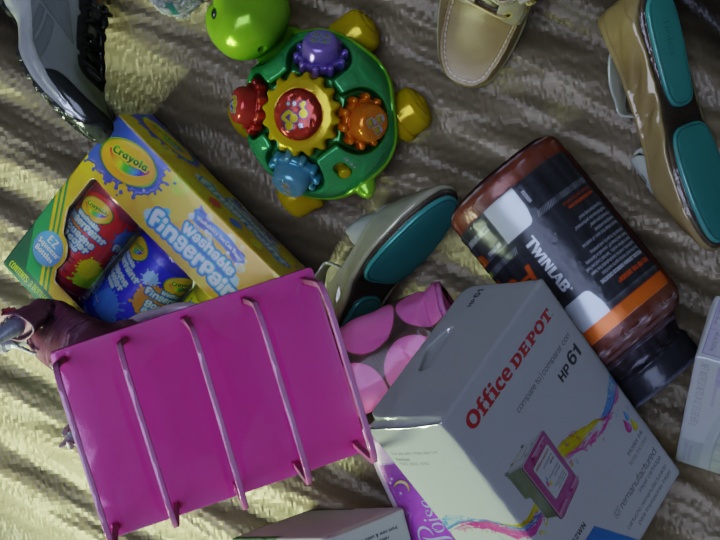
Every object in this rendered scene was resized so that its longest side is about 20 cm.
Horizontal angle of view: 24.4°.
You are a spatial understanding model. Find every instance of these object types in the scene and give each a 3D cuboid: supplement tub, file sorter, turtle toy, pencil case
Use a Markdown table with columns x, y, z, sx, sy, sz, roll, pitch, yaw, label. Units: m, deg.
| x | y | z | sx | sy | sz | roll | pitch | yaw | label |
| --- | --- | --- | --- | --- | --- | --- | --- | --- | --- |
| 0.165 | 0.006 | 1.241 | 0.107 | 0.107 | 0.201 | -41 | 82 | 16 | supplement tub |
| -0.101 | 0.095 | 1.146 | 0.198 | 0.125 | 0.141 | -18 | 92 | -7 | file sorter |
| -0.047 | -0.141 | 1.297 | 0.145 | 0.101 | 0.201 | -35 | 84 | 17 | turtle toy |
| -0.007 | 0.081 | 1.269 | 0.198 | 0.094 | 0.092 | -24 | 64 | 15 | pencil case |

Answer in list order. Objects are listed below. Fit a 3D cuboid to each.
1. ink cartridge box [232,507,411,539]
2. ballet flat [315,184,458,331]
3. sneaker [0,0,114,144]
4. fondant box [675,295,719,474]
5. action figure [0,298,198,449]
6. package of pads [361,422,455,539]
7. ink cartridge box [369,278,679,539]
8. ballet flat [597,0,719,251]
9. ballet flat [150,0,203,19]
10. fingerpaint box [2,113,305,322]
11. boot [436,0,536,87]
| x | y | z | sx | sy | sz | roll | pitch | yaw | label |
| --- | --- | --- | --- | --- | --- | --- | --- | --- | --- |
| -0.011 | 0.295 | 1.303 | 0.146 | 0.082 | 0.202 | -12 | 92 | 54 | ink cartridge box |
| 0.000 | 0.000 | 1.319 | 0.069 | 0.069 | 0.201 | 38 | 106 | 11 | ballet flat |
| -0.234 | -0.190 | 1.340 | 0.079 | 0.074 | 0.202 | -28 | 60 | 8 | sneaker |
| 0.332 | 0.107 | 1.180 | 0.198 | 0.145 | 0.059 | 16 | 56 | 15 | fondant box |
| -0.216 | 0.054 | 1.290 | 0.199 | 0.134 | 0.150 | 23 | 72 | 39 | action figure |
| 0.092 | 0.187 | 1.296 | 0.120 | 0.076 | 0.202 | -25 | 88 | 14 | package of pads |
| 0.119 | 0.127 | 1.183 | 0.084 | 0.145 | 0.201 | -10 | 125 | 52 | ink cartridge box |
| 0.226 | -0.110 | 1.244 | 0.063 | 0.068 | 0.202 | -15 | 88 | 46 | ballet flat |
| -0.163 | -0.305 | 1.338 | 0.071 | 0.072 | 0.202 | -13 | 90 | 18 | ballet flat |
| -0.166 | 0.000 | 1.361 | 0.200 | 0.073 | 0.167 | 45 | 106 | 9 | fingerpaint box |
| 0.099 | -0.208 | 1.204 | 0.072 | 0.156 | 0.202 | 21 | 116 | -2 | boot |
